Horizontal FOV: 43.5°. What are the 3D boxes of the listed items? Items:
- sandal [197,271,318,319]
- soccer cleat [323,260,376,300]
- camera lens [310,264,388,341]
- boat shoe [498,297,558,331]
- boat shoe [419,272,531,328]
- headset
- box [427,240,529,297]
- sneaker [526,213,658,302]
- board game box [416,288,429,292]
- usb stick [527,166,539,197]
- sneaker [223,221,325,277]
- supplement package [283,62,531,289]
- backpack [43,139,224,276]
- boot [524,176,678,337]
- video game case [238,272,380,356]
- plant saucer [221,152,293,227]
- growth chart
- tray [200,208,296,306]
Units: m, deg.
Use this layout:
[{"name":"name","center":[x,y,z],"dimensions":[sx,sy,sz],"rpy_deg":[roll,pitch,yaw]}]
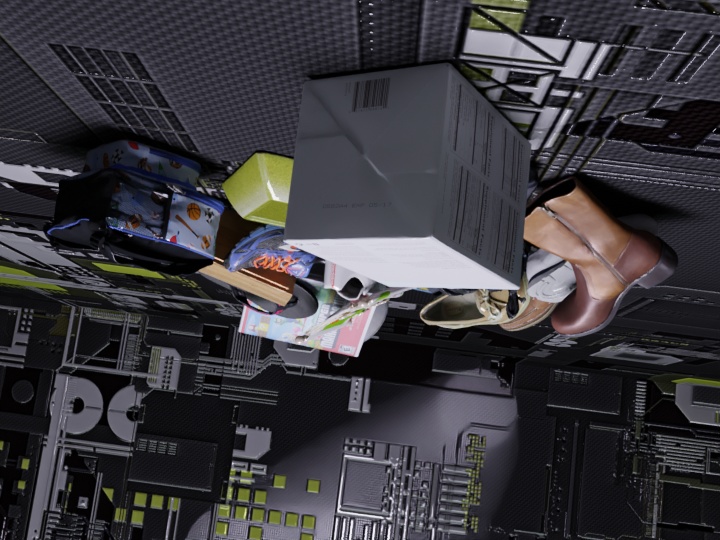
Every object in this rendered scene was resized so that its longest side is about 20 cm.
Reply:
[{"name":"sandal","center":[-0.156,0.031,1.336],"dimensions":[0.198,0.045,0.075],"rpy_deg":[25,127,-18]},{"name":"soccer cleat","center":[0.000,0.000,1.225],"dimensions":[0.068,0.086,0.200],"rpy_deg":[9,175,22]},{"name":"camera lens","center":[-0.041,0.042,1.549],"dimensions":[0.158,0.162,0.200],"rpy_deg":[5,170,12]},{"name":"boat shoe","center":[0.259,0.015,1.276],"dimensions":[0.200,0.073,0.068],"rpy_deg":[-41,150,27]},{"name":"boat shoe","center":[0.165,0.045,1.300],"dimensions":[0.062,0.074,0.200],"rpy_deg":[-5,173,-33]},{"name":"headset","center":[0.153,0.011,1.131],"dimensions":[0.122,0.095,0.199],"rpy_deg":[-4,173,32]},{"name":"box","center":[0.161,-0.016,1.294],"dimensions":[0.158,0.044,0.200],"rpy_deg":[-13,165,13]},{"name":"sneaker","center":[0.290,-0.033,1.162],"dimensions":[0.076,0.081,0.199],"rpy_deg":[29,140,-30]},{"name":"board game box","center":[0.148,0.004,1.529],"dimensions":[0.149,0.048,0.200],"rpy_deg":[11,170,-20]},{"name":"usb stick","center":[0.166,-0.085,1.055],"dimensions":[0.055,0.033,0.200],"rpy_deg":[8,170,2]},{"name":"sneaker","center":[-0.100,-0.027,1.269],"dimensions":[0.198,0.079,0.075],"rpy_deg":[-15,167,-32]},{"name":"supplement package","center":[0.052,-0.076,0.841],"dimensions":[0.150,0.153,0.199],"rpy_deg":[1,168,31]},{"name":"backpack","center":[-0.269,-0.070,1.123],"dimensions":[0.189,0.156,0.199],"rpy_deg":[25,168,-35]},{"name":"boot","center":[0.248,-0.007,1.073],"dimensions":[0.198,0.069,0.188],"rpy_deg":[26,138,-29]},{"name":"video game case","center":[-0.081,0.063,1.402],"dimensions":[0.197,0.018,0.144],"rpy_deg":[13,131,-8]},{"name":"plant saucer","center":[-0.068,-0.088,1.170],"dimensions":[0.197,0.049,0.200],"rpy_deg":[11,169,-20]},{"name":"growth chart","center":[-0.004,0.058,1.289],"dimensions":[0.144,0.018,0.199],"rpy_deg":[-19,171,-42]},{"name":"tray","center":[-0.183,-0.033,1.293],"dimensions":[0.198,0.100,0.037],"rpy_deg":[23,139,-16]}]
